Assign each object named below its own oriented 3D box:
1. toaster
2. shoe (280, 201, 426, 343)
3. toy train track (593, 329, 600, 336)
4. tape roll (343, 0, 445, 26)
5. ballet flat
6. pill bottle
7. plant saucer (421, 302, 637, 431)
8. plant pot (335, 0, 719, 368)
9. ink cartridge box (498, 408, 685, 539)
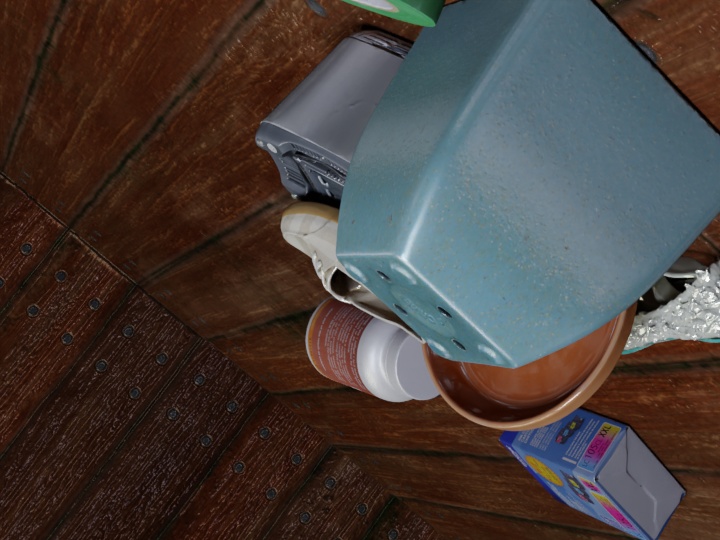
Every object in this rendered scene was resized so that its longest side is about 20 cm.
[{"bbox_3d":[0.026,-0.097,1.232,0.199,0.130,0.114,29,165,34],"label":"toaster"},{"bbox_3d":[0.000,0.000,1.223,0.199,0.054,0.070,26,162,41],"label":"shoe"},{"bbox_3d":[0.168,0.004,1.299,0.115,0.032,0.200,53,-177,-30],"label":"toy train track"},{"bbox_3d":[-0.035,-0.215,1.020,0.199,0.049,0.200,22,-176,-1],"label":"tape roll"},{"bbox_3d":[0.237,0.021,1.232,0.072,0.072,0.200,41,160,-14],"label":"ballet flat"},{"bbox_3d":[0.026,0.093,1.880,0.112,0.113,0.199,45,165,-27],"label":"pill bottle"},{"bbox_3d":[0.132,0.026,1.236,0.032,0.202,0.199,22,-179,-45],"label":"plant saucer"},{"bbox_3d":[0.097,-0.047,1.065,0.196,0.201,0.195,41,165,-17],"label":"plant pot"},{"bbox_3d":[0.250,0.216,1.793,0.137,0.077,0.199,46,166,-31],"label":"ink cartridge box"}]
